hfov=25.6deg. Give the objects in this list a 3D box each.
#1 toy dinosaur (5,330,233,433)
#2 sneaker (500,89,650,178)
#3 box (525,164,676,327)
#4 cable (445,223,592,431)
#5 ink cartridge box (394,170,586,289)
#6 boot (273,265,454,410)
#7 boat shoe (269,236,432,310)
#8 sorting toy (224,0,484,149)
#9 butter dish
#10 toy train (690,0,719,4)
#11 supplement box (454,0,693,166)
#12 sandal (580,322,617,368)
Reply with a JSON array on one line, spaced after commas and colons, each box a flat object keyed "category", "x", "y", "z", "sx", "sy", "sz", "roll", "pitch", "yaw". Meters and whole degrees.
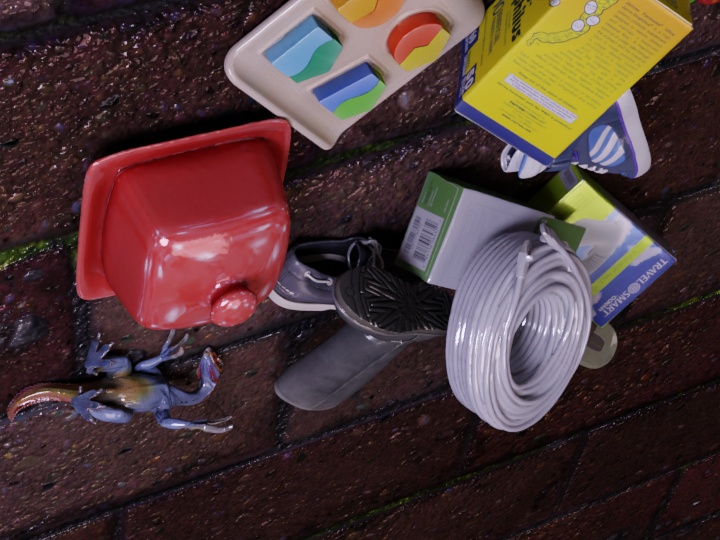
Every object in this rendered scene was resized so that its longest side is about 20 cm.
[{"category": "toy dinosaur", "x": -0.224, "y": 0.110, "z": 1.608, "sx": 0.199, "sy": 0.106, "sz": 0.181, "roll": -1, "pitch": 171, "yaw": 21}, {"category": "sneaker", "x": 0.212, "y": -0.133, "z": 1.625, "sx": 0.146, "sy": 0.081, "sz": 0.200, "roll": -25, "pitch": 152, "yaw": 4}, {"category": "box", "x": 0.260, "y": -0.022, "z": 1.773, "sx": 0.122, "sy": 0.048, "sz": 0.200, "roll": -43, "pitch": 124, "yaw": 17}, {"category": "cable", "x": 0.161, "y": 0.061, "z": 1.614, "sx": 0.200, "sy": 0.069, "sz": 0.201, "roll": 33, "pitch": 81, "yaw": -54}, {"category": "ink cartridge box", "x": 0.138, "y": -0.027, "z": 1.659, "sx": 0.199, "sy": 0.059, "sz": 0.104, "roll": 14, "pitch": 101, "yaw": -42}, {"category": "boot", "x": -0.019, "y": 0.074, "z": 1.605, "sx": 0.199, "sy": 0.073, "sz": 0.181, "roll": -27, "pitch": 148, "yaw": 37}, {"category": "boat shoe", "x": 0.000, "y": 0.000, "z": 1.618, "sx": 0.199, "sy": 0.073, "sz": 0.063, "roll": -3, "pitch": 142, "yaw": -32}, {"category": "sorting toy", "x": 0.002, "y": -0.199, "z": 1.381, "sx": 0.200, "sy": 0.037, "sz": 0.185, "roll": -40, "pitch": 147, "yaw": 12}, {"category": "butter dish", "x": -0.137, "y": -0.015, "z": 1.404, "sx": 0.198, "sy": 0.148, "sz": 0.201, "roll": -16, "pitch": 146, "yaw": -25}, {"category": "toy train", "x": 0.242, "y": -0.286, "z": 1.443, "sx": 0.115, "sy": 0.085, "sz": 0.199, "roll": -32, "pitch": 149, "yaw": 29}, {"category": "supplement box", "x": 0.185, "y": -0.209, "z": 1.390, "sx": 0.109, "sy": 0.109, "sz": 0.200, "roll": 29, "pitch": 131, "yaw": -19}, {"category": "sandal", "x": 0.253, "y": 0.071, "z": 1.851, "sx": 0.200, "sy": 0.057, "sz": 0.080, "roll": 20, "pitch": 99, "yaw": -47}]
